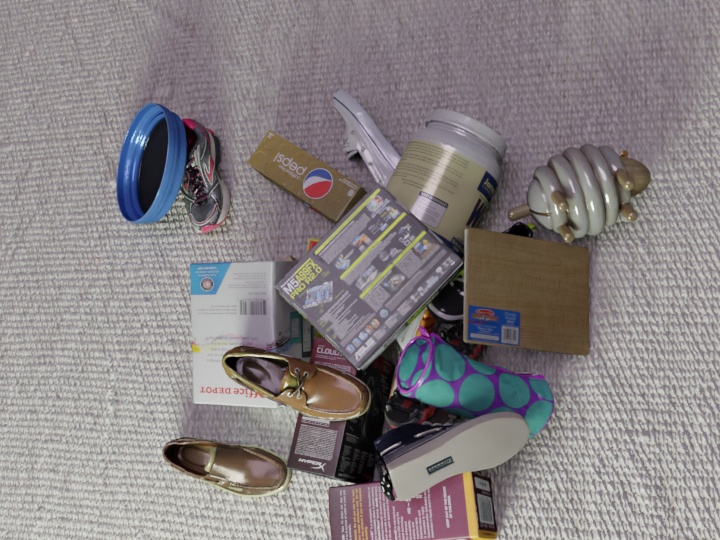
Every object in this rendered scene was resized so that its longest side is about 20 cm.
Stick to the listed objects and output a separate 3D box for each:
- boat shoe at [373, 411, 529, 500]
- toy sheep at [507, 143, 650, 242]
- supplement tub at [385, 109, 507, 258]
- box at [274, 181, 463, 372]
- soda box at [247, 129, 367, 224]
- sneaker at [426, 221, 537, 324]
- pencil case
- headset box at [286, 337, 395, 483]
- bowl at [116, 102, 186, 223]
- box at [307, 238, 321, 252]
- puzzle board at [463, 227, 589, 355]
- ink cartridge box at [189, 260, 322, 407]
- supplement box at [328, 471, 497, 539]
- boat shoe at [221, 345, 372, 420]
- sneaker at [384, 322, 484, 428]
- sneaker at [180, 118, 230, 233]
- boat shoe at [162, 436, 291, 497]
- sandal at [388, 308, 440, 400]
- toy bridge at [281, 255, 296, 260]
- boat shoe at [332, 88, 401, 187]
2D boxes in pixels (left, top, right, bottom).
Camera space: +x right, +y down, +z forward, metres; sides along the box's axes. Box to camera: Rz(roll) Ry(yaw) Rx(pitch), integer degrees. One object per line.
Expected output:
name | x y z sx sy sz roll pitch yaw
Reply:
boat shoe | 0.108 0.215 1.222 0.199 0.075 0.093 -19 25 -6
toy sheep | 0.298 -0.105 1.311 0.199 0.138 0.138 -14 68 -1
supplement tub | 0.113 -0.114 1.379 0.145 0.145 0.201 24 83 26
box | 0.012 0.009 1.267 0.160 0.044 0.200 43 84 12
soda box | -0.080 -0.140 1.509 0.200 0.064 0.068 34 88 27
sneaker | 0.166 -0.008 1.318 0.200 0.083 0.072 -36 61 -27
pencil case | 0.149 0.149 1.251 0.093 0.199 0.085 -69 19 1
headset box | -0.021 0.189 1.333 0.077 0.149 0.201 6 76 22
bowl | -0.346 -0.175 1.589 0.200 0.039 0.201 -17 69 50
box | 0.000 0.000 1.392 0.200 0.050 0.076 14 98 48
puzzle board | 0.222 0.030 1.282 0.017 0.199 0.151 -19 66 63
ink cartridge box | -0.144 0.088 1.381 0.146 0.146 0.201 -1 90 28
supplement box | 0.069 0.323 1.275 0.199 0.110 0.086 -11 70 18
boat shoe | -0.086 0.148 1.238 0.199 0.068 0.072 12 84 14
sneaker | 0.113 0.160 1.335 0.071 0.098 0.201 17 56 40
sneaker | -0.272 -0.155 1.584 0.080 0.075 0.201 -20 68 15
boat shoe | -0.203 0.288 1.413 0.202 0.075 0.075 4 75 22
sandal | 0.064 0.103 1.366 0.059 0.079 0.207 19 83 23
toy bridge | -0.092 0.071 1.466 0.067 0.027 0.200 -33 65 10
boat shoe | 0.004 -0.197 1.488 0.067 0.074 0.200 -39 64 3
